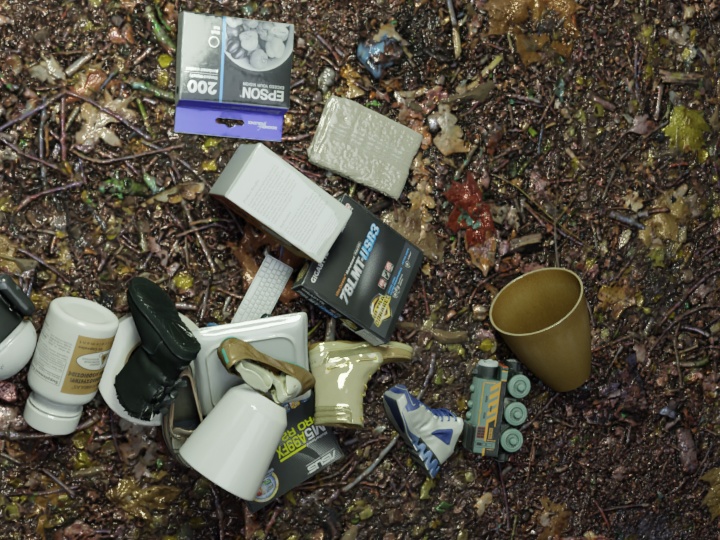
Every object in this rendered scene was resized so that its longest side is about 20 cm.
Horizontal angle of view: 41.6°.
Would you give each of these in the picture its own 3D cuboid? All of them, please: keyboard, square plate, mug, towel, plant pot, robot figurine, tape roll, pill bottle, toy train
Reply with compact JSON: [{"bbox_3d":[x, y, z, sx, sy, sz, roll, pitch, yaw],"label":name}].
[{"bbox_3d":[-0.190,0.073,1.689,0.056,0.011,0.202,29,85,-21],"label":"keyboard"},{"bbox_3d":[-0.182,0.167,1.605,0.197,0.029,0.200,-8,128,-10],"label":"square plate"},{"bbox_3d":[-0.200,0.273,1.582,0.148,0.187,0.154,33,84,-7],"label":"mug"},{"bbox_3d":[0.008,-0.223,1.717,0.198,0.034,0.134,23,89,-22],"label":"towel"},{"bbox_3d":[0.371,0.131,1.825,0.186,0.186,0.201,-37,120,-12],"label":"plant pot"},{"bbox_3d":[-0.600,0.080,1.482,0.201,0.149,0.125,51,51,-17],"label":"robot figurine"},{"bbox_3d":[-0.354,0.164,1.625,0.200,0.037,0.206,-3,98,-20],"label":"tape roll"},{"bbox_3d":[-0.473,0.156,1.530,0.113,0.114,0.202,17,103,-21],"label":"pill bottle"},{"bbox_3d":[0.261,0.270,1.842,0.112,0.085,0.203,7,94,-11],"label":"toy train"}]

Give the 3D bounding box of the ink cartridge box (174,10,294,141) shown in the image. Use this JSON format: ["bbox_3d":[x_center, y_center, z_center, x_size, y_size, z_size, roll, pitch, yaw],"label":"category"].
[{"bbox_3d":[-0.216,-0.329,1.619,0.195,0.043,0.203,1,97,-21],"label":"ink cartridge box"}]

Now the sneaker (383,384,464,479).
[{"bbox_3d":[0.129,0.285,1.800,0.115,0.080,0.201,-35,113,-17],"label":"sneaker"}]

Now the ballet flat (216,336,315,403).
[{"bbox_3d":[-0.150,0.176,1.556,0.068,0.073,0.199,-43,127,18],"label":"ballet flat"}]

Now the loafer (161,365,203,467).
[{"bbox_3d":[-0.299,0.249,1.600,0.071,0.063,0.203,-13,110,-22],"label":"loafer"}]

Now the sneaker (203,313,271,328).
[{"bbox_3d":[-0.185,0.119,1.659,0.198,0.078,0.091,15,60,-28],"label":"sneaker"}]

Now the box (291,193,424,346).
[{"bbox_3d":[0.000,0.000,1.696,0.198,0.049,0.202,36,62,-21],"label":"box"}]

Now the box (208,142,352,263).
[{"bbox_3d":[-0.138,-0.116,1.611,0.199,0.152,0.107,35,85,-19],"label":"box"}]

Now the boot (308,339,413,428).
[{"bbox_3d":[0.005,0.207,1.713,0.197,0.073,0.158,0,71,-17],"label":"boot"}]

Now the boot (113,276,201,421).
[{"bbox_3d":[-0.353,0.132,1.550,0.073,0.199,0.163,4,128,-55],"label":"boot"}]

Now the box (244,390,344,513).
[{"bbox_3d":[-0.150,0.315,1.712,0.198,0.044,0.162,-29,104,-15],"label":"box"}]
